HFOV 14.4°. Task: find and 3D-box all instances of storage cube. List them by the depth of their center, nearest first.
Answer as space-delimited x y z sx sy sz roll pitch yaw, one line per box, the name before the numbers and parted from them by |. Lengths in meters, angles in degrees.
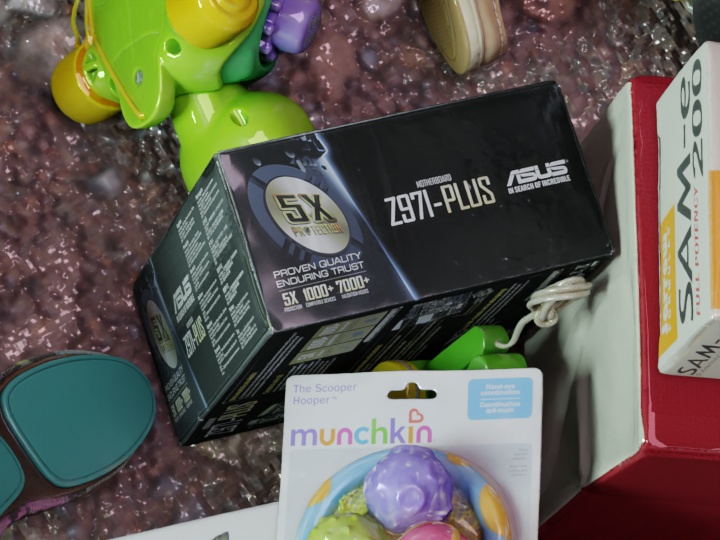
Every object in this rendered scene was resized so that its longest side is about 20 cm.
storage cube | 0.183 0.029 1.302 0.180 0.171 0.200 5 71 -13

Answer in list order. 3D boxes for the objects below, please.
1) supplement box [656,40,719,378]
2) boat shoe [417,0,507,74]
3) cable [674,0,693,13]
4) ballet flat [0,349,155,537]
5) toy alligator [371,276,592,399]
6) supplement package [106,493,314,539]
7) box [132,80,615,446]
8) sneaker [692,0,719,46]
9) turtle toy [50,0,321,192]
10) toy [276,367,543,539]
supplement box | 0.228 -0.017 1.198 0.200 0.074 0.126 5 70 -11
boat shoe | 0.055 -0.198 1.447 0.069 0.074 0.200 -8 74 -11
cable | 0.194 -0.131 1.493 0.097 0.050 0.200 -21 91 -32
ballet flat | -0.169 0.091 1.282 0.069 0.071 0.200 59 32 -4
toy alligator | 0.041 0.063 1.295 0.059 0.200 0.054 -2 70 -41
supplement package | -0.082 0.180 1.264 0.200 0.117 0.117 -12 74 -19
box | 0.000 0.000 1.299 0.164 0.200 0.086 -13 77 -18
sneaker | 0.258 -0.102 1.457 0.201 0.067 0.108 47 59 -16
turtle toy | -0.074 -0.118 1.363 0.101 0.146 0.200 5 70 -36
toy | 0.015 0.130 1.195 0.115 0.047 0.200 -2 69 11
